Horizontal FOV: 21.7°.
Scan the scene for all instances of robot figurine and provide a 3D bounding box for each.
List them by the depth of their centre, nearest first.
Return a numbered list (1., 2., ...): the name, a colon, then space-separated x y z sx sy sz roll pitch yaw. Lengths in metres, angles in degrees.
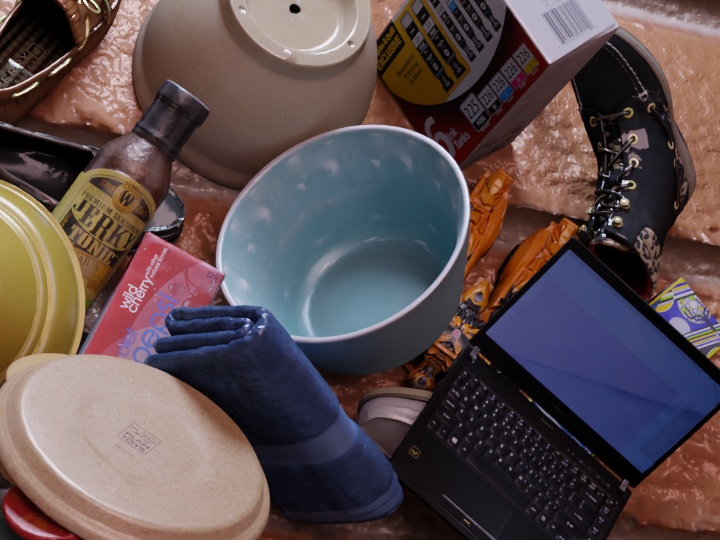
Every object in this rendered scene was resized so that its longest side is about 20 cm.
1. robot figurine: 0.092 0.018 1.511 0.145 0.058 0.201 35 57 -3

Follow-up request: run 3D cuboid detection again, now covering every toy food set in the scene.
1. toy food set: -0.152 0.125 1.207 0.199 0.049 0.198 27 26 -5

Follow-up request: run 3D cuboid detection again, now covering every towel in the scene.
1. towel: -0.058 0.107 1.322 0.200 0.111 0.049 55 48 -32

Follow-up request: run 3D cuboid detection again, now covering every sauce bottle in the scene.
1. sauce bottle: -0.184 -0.048 1.373 0.064 0.065 0.201 34 87 -5

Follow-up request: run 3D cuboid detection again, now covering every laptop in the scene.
1. laptop: 0.151 0.117 1.384 0.177 0.103 0.200 41 57 -7

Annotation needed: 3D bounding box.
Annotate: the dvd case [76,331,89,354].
1. dvd case: -0.160 0.153 1.361 0.145 0.022 0.201 16 62 -16

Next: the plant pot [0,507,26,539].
1. plant pot: -0.184 0.250 1.211 0.188 0.200 0.200 37 57 6

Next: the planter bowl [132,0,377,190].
1. planter bowl: -0.069 -0.182 1.494 0.199 0.135 0.202 9 62 -18

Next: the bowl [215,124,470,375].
1. bowl: 0.000 0.000 1.426 0.199 0.105 0.202 -11 50 13

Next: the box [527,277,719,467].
1. box: 0.207 0.091 1.523 0.200 0.064 0.070 -35 82 -31

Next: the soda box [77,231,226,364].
1. soda box: -0.171 0.075 1.344 0.070 0.063 0.201 28 57 -6

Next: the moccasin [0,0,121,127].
1. moccasin: -0.241 -0.196 1.459 0.074 0.078 0.202 40 57 -1

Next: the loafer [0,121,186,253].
1. loafer: -0.222 -0.066 1.414 0.198 0.063 0.072 16 61 -16

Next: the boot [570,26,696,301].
1. boot: 0.213 -0.089 1.551 0.204 0.073 0.154 58 39 -31

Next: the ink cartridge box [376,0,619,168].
1. ink cartridge box: 0.090 -0.204 1.533 0.084 0.200 0.176 -29 80 -30

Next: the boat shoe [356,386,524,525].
1. boat shoe: 0.083 0.157 1.432 0.199 0.075 0.069 27 53 -10

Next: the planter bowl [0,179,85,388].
1. planter bowl: -0.293 0.019 1.287 0.198 0.083 0.202 0 78 -1
